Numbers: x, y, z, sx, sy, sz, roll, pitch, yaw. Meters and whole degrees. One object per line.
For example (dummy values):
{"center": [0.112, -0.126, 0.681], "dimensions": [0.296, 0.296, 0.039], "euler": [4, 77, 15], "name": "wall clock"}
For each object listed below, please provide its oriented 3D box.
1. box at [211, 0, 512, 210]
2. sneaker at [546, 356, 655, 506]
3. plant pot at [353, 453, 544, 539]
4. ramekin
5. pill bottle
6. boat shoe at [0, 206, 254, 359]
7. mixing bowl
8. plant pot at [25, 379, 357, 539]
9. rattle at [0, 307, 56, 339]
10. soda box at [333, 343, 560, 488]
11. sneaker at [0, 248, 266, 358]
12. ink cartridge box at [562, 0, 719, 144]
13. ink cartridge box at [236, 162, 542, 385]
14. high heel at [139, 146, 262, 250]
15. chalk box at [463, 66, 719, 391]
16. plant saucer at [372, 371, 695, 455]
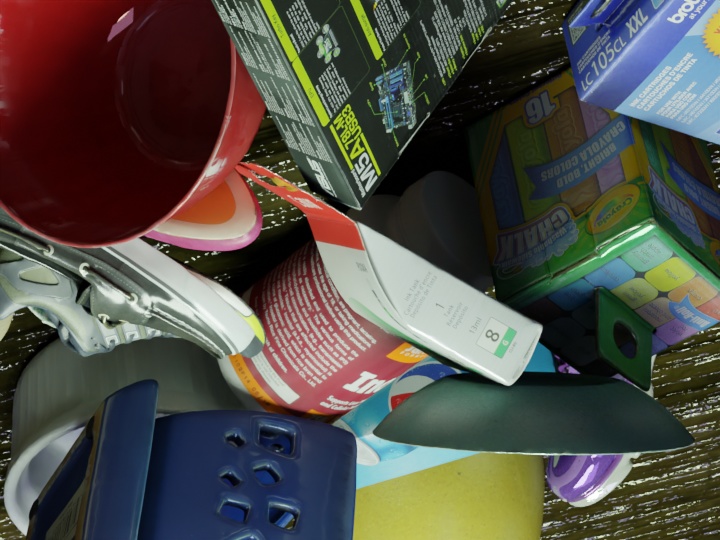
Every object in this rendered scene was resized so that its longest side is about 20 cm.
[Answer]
{"center": [0.009, -0.167, 1.358], "dimensions": [0.193, 0.047, 0.200], "euler": [-52, 145, -18], "name": "box"}
{"center": [0.162, 0.068, 1.711], "dimensions": [0.083, 0.081, 0.200], "euler": [8, 100, -32], "name": "sneaker"}
{"center": [0.057, 0.220, 1.879], "dimensions": [0.200, 0.142, 0.200], "euler": [-6, 141, -5], "name": "plant pot"}
{"center": [-0.161, 0.121, 1.744], "dimensions": [0.200, 0.098, 0.201], "euler": [-6, 142, -5], "name": "ramekin"}
{"center": [0.003, 0.021, 1.638], "dimensions": [0.113, 0.113, 0.200], "euler": [26, 131, -37], "name": "pill bottle"}
{"center": [-0.159, 0.002, 1.499], "dimensions": [0.200, 0.057, 0.069], "euler": [35, 170, -13], "name": "boat shoe"}
{"center": [-0.129, -0.114, 1.406], "dimensions": [0.200, 0.200, 0.108], "euler": [-32, 166, 26], "name": "mixing bowl"}
{"center": [-0.126, 0.204, 1.617], "dimensions": [0.180, 0.200, 0.200], "euler": [22, 134, -17], "name": "plant pot"}
{"center": [-0.280, 0.009, 1.604], "dimensions": [0.143, 0.130, 0.200], "euler": [-27, 167, 37], "name": "rattle"}
{"center": [0.055, 0.101, 1.791], "dimensions": [0.200, 0.064, 0.068], "euler": [-18, 141, 10], "name": "soda box"}
{"center": [-0.156, 0.022, 1.578], "dimensions": [0.200, 0.074, 0.081], "euler": [22, 91, -21], "name": "sneaker"}
{"center": [0.221, -0.155, 1.495], "dimensions": [0.200, 0.076, 0.136], "euler": [16, 136, -26], "name": "ink cartridge box"}
{"center": [0.000, 0.000, 1.471], "dimensions": [0.200, 0.161, 0.050], "euler": [28, 87, -12], "name": "ink cartridge box"}
{"center": [-0.116, -0.034, 1.506], "dimensions": [0.200, 0.067, 0.096], "euler": [17, 154, 41], "name": "high heel"}
{"center": [0.162, -0.019, 1.550], "dimensions": [0.124, 0.200, 0.124], "euler": [-30, 138, 24], "name": "chalk box"}
{"center": [0.107, 0.086, 1.488], "dimensions": [0.201, 0.039, 0.201], "euler": [0, -178, 0], "name": "plant saucer"}
